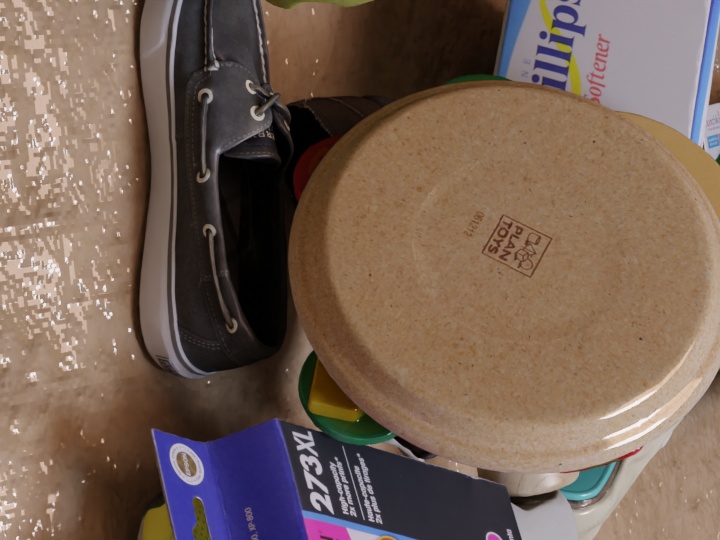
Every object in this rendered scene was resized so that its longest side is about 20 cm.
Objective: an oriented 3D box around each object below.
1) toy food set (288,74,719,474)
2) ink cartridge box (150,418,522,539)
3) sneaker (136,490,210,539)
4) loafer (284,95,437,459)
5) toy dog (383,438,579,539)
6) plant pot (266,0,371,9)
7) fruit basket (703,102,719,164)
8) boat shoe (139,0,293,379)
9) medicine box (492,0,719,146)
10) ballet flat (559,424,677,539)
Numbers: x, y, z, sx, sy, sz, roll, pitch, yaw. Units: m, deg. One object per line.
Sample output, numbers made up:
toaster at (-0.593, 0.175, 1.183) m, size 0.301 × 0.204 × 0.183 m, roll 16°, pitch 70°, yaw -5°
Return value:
toy food set at (0.063, 0.000, 1.228) m, size 0.049 × 0.198 × 0.200 m, roll 103°, pitch 0°, yaw -59°
ink cartridge box at (0.000, 0.120, 1.208) m, size 0.200 × 0.037 × 0.095 m, roll 17°, pitch 47°, yaw -44°
sneaker at (-0.025, 0.173, 1.209) m, size 0.078 × 0.090 × 0.200 m, roll -33°, pitch 104°, yaw -7°
loafer at (0.000, 0.000, 1.294) m, size 0.071 × 0.073 × 0.200 m, roll 13°, pitch 40°, yaw -35°
toy dog at (0.029, 0.138, 1.356) m, size 0.200 × 0.096 × 0.132 m, roll 7°, pitch 83°, yaw -41°
plant pot at (-0.027, -0.217, 1.196) m, size 0.184 × 0.200 × 0.201 m, roll 59°, pitch 41°, yaw -34°
fruit basket at (0.235, -0.014, 1.689) m, size 0.200 × 0.094 × 0.186 m, roll -27°, pitch 109°, yaw -71°
boat shoe at (-0.057, -0.052, 1.257) m, size 0.069 × 0.057 × 0.200 m, roll 15°, pitch 73°, yaw -55°
medicine box at (0.120, -0.078, 1.417) m, size 0.200 × 0.103 × 0.182 m, roll 84°, pitch 16°, yaw -67°
ballet flat at (0.132, 0.088, 1.528) m, size 0.200 × 0.069 × 0.070 m, roll -48°, pitch 124°, yaw -46°
